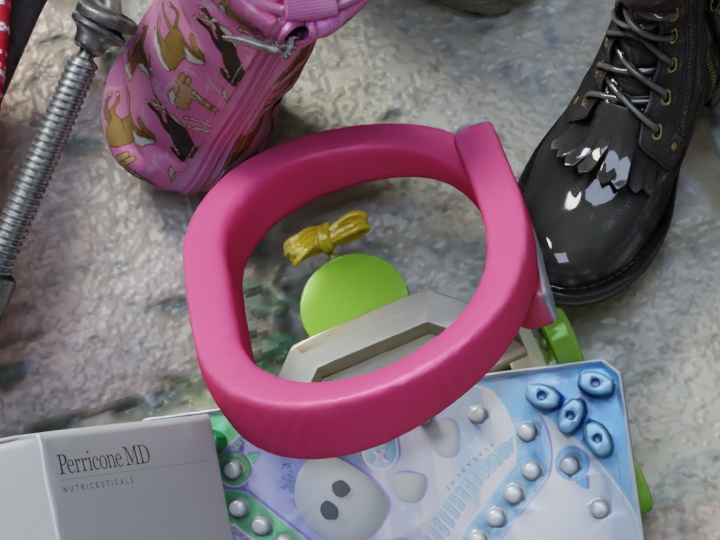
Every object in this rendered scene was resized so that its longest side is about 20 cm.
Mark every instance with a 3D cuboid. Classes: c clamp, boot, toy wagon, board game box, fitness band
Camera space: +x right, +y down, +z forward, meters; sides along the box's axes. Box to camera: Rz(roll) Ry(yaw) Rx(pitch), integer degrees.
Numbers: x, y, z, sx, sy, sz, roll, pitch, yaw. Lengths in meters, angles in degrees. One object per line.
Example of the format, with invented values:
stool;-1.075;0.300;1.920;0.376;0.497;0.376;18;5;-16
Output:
c clamp;-0.143;-0.052;1.169;0.171;0.027;0.200;29;99;60
boot;0.114;-0.101;1.121;0.069;0.174;0.200;22;65;15
toy wagon;0.023;0.067;1.144;0.155;0.040;0.200;-23;64;-2
board game box;0.016;0.146;1.080;0.200;0.026;0.200;-8;86;5
fitness band;0.000;0.000;1.101;0.143;0.037;0.200;-18;34;3

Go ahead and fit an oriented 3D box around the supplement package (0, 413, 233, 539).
supplement package;-0.116;0.164;1.029;0.120;0.121;0.200;-14;84;28

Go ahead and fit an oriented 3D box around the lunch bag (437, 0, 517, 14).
lunch bag;-0.002;-0.209;1.199;0.200;0.164;0.118;36;79;21

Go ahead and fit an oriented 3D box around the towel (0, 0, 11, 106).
towel;-0.212;-0.036;1.196;0.145;0.022;0.200;-16;60;38

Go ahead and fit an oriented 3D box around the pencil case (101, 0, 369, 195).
pencil case;-0.052;-0.101;1.144;0.083;0.200;0.087;43;64;1
